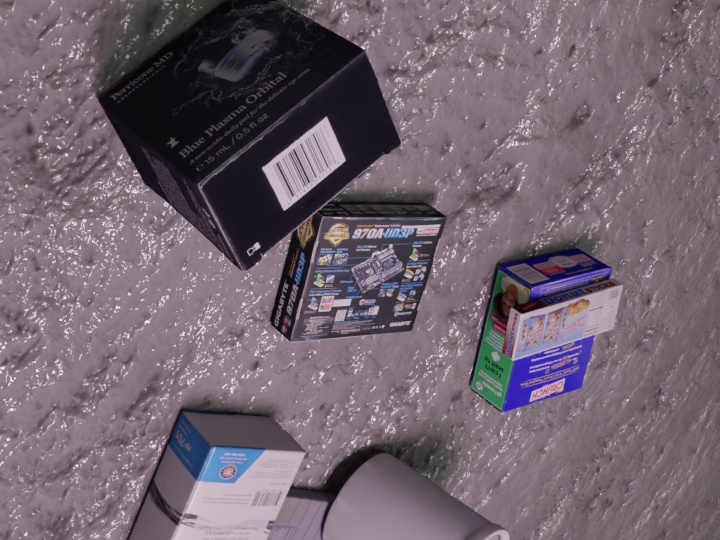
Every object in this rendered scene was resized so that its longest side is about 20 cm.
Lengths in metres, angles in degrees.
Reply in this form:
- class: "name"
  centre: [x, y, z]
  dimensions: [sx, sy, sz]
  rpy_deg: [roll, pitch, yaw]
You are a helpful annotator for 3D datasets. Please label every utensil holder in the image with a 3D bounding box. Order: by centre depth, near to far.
- class: "utensil holder"
  centre: [0.072, 0.362, 1.529]
  dimensions: [0.169, 0.199, 0.172]
  rpy_deg: [-38, 145, -32]

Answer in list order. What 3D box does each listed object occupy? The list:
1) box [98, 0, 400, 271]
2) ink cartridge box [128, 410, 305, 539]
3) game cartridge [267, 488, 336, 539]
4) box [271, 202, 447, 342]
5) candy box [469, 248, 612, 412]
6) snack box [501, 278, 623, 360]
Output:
- class: "box"
  centre: [-0.105, -0.139, 1.074]
  dimensions: [0.196, 0.199, 0.118]
  rpy_deg: [-40, 136, -14]
- class: "ink cartridge box"
  centre: [-0.174, 0.278, 1.366]
  dimensions: [0.145, 0.086, 0.202]
  rpy_deg: [12, 109, -44]
- class: "game cartridge"
  centre: [-0.119, 0.379, 1.520]
  dimensions: [0.129, 0.038, 0.202]
  rpy_deg: [21, 101, -42]
- class: "box"
  centre: [0.000, 0.000, 1.369]
  dimensions: [0.198, 0.046, 0.161]
  rpy_deg: [-3, 118, -40]
- class: "candy box"
  centre: [0.255, 0.084, 1.624]
  dimensions: [0.167, 0.077, 0.203]
  rpy_deg: [-11, 121, -37]
- class: "snack box"
  centre: [0.277, 0.065, 1.557]
  dimensions: [0.198, 0.024, 0.073]
  rpy_deg: [-13, 124, -35]
